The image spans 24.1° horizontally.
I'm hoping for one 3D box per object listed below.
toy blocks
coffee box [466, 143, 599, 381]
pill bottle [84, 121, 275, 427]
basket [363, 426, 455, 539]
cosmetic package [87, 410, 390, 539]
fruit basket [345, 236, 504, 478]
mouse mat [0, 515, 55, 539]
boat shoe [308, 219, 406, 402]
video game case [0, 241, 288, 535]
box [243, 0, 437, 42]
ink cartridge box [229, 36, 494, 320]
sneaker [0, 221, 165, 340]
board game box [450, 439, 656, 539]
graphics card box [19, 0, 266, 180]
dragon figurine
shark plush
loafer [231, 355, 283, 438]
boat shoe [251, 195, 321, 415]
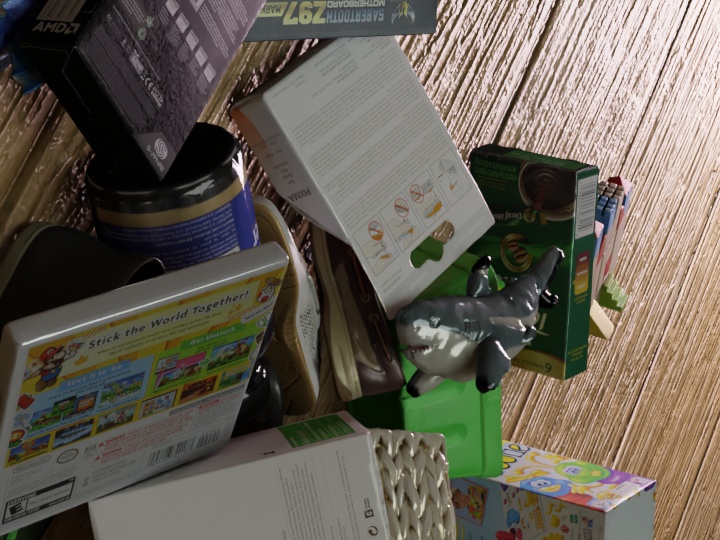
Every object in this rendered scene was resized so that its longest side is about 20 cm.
[{"bbox_3d":[0.219,-0.028,1.646,0.200,0.099,0.138,-54,155,-51],"label":"toy blocks"},{"bbox_3d":[0.157,-0.008,1.567,0.044,0.122,0.203,-19,118,-48],"label":"coffee box"},{"bbox_3d":[-0.120,0.008,1.180,0.112,0.111,0.202,-39,131,-42],"label":"pill bottle"},{"bbox_3d":[0.000,0.226,1.324,0.122,0.135,0.203,1,74,-25],"label":"basket"},{"bbox_3d":[-0.088,0.167,1.182,0.197,0.108,0.086,-12,96,-11],"label":"cosmetic package"},{"bbox_3d":[0.082,0.065,1.478,0.214,0.155,0.218,-14,114,-34],"label":"fruit basket"},{"bbox_3d":[-0.227,0.098,1.147,0.201,0.007,0.162,-58,141,-25],"label":"mouse mat"},{"bbox_3d":[0.000,0.000,1.342,0.072,0.071,0.203,71,10,-86],"label":"boat shoe"},{"bbox_3d":[-0.147,0.076,1.066,0.199,0.023,0.183,-18,143,-37],"label":"video game case"},{"bbox_3d":[-0.026,-0.252,1.247,0.198,0.051,0.160,-9,108,-37],"label":"box"},{"bbox_3d":[0.006,-0.082,1.324,0.162,0.050,0.201,-41,108,-41],"label":"ink cartridge box"},{"bbox_3d":[-0.202,0.070,1.075,0.075,0.105,0.202,31,74,-54],"label":"sneaker"},{"bbox_3d":[0.166,0.236,1.588,0.103,0.198,0.106,-18,114,-51],"label":"board game box"},{"bbox_3d":[-0.125,-0.173,1.077,0.201,0.050,0.126,-65,146,-28],"label":"graphics card box"},{"bbox_3d":[-0.217,-0.145,1.037,0.201,0.058,0.100,-56,140,-30],"label":"dragon figurine"},{"bbox_3d":[0.108,0.028,1.332,0.199,0.090,0.084,-29,104,-29],"label":"shark plush"},{"bbox_3d":[-0.104,0.161,1.304,0.071,0.073,0.203,-8,109,-28],"label":"loafer"},{"bbox_3d":[-0.068,0.018,1.305,0.070,0.070,0.202,-69,156,-49],"label":"boat shoe"}]
